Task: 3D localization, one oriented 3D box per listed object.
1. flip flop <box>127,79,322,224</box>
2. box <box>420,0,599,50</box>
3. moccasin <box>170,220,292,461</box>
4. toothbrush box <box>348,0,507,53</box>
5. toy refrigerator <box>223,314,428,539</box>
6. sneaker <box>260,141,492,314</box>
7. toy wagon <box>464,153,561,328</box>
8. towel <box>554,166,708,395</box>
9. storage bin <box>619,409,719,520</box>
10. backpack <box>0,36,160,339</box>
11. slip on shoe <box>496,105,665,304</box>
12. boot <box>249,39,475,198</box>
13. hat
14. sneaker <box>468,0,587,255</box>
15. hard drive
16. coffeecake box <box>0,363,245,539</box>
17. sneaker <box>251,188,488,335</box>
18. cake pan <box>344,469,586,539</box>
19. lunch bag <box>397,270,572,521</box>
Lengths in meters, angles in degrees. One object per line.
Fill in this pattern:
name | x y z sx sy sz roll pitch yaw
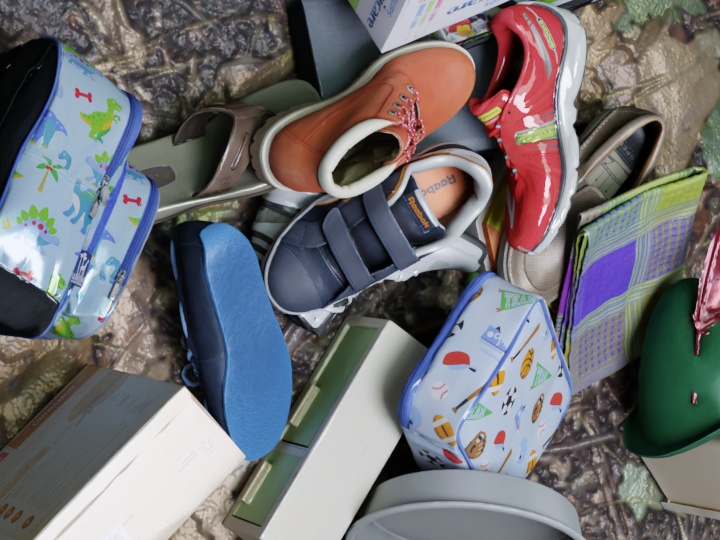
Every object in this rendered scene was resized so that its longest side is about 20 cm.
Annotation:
flip flop | -0.115 -0.094 1.567 0.199 0.058 0.081 -20 66 -18
box | 0.118 -0.252 1.681 0.199 0.035 0.111 -23 82 -29
moccasin | -0.101 0.049 1.588 0.080 0.068 0.202 -24 119 -36
toothbrush box | 0.035 -0.292 1.590 0.145 0.086 0.201 -24 75 -24
toy refrigerator | -0.024 0.136 1.631 0.070 0.076 0.201 36 77 -24
sneaker | 0.013 -0.034 1.570 0.199 0.079 0.079 -35 105 -7
toy wagon | 0.180 -0.021 1.750 0.199 0.039 0.156 33 78 -25
towel | 0.226 0.011 1.726 0.143 0.023 0.201 -23 138 -28
storage bin | 0.359 0.117 1.761 0.198 0.200 0.094 -42 107 -19
backpack | -0.234 -0.052 1.457 0.146 0.182 0.201 31 73 -32
slip on shoe | 0.186 -0.053 1.696 0.076 0.060 0.200 46 72 -22
boot | 0.025 -0.111 1.554 0.199 0.107 0.076 -32 116 -24
hat | 0.260 0.028 1.721 0.200 0.165 0.177 -41 107 -17
sneaker | 0.124 -0.114 1.635 0.084 0.077 0.202 2 91 -29
hard drive | 0.048 -0.159 1.665 0.199 0.033 0.141 -9 84 -27
coffeecake box | -0.193 0.151 1.473 0.154 0.200 0.073 -46 111 -18
sneaker | 0.000 0.000 1.649 0.199 0.076 0.116 14 95 -19
cake pan | 0.087 0.209 1.638 0.199 0.200 0.037 21 58 -26
lunch bag | 0.106 0.101 1.652 0.161 0.075 0.200 -59 154 -20
